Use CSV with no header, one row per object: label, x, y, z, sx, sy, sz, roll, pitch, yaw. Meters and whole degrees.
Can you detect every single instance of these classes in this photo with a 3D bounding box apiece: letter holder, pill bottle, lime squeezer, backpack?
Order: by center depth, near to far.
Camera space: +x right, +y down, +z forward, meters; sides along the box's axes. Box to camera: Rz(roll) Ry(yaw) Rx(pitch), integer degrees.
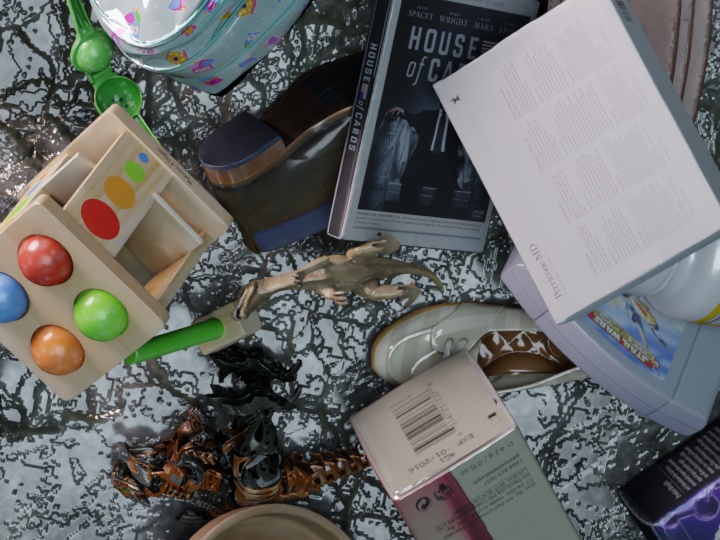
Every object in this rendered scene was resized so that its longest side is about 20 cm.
backpack,-0.100,-0.230,1.615,0.200,0.167,0.126,-50,141,12
lime squeezer,-0.188,-0.144,1.664,0.038,0.071,0.201,-27,110,-2
letter holder,0.210,-0.177,1.702,0.141,0.101,0.202,4,99,-10
pill bottle,0.280,-0.012,1.705,0.199,0.111,0.112,9,99,-27

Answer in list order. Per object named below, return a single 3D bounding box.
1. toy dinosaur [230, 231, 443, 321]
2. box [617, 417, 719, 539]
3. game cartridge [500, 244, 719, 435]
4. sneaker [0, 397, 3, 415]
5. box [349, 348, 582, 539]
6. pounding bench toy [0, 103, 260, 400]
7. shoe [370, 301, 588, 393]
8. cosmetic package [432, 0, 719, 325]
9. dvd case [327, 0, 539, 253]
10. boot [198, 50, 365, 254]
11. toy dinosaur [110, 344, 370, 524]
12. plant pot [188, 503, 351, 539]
toy dinosaur,0.000,0.000,1.675,0.199,0.101,0.059,-7,94,-32
box,0.330,0.188,1.775,0.200,0.104,0.148,-37,103,-1
game cartridge,0.203,0.029,1.727,0.200,0.134,0.041,39,133,-12
sneaker,-0.302,0.045,1.648,0.076,0.146,0.204,-2,98,-5
box,0.093,0.183,1.703,0.109,0.128,0.201,-31,120,-1
pounding bench toy,-0.172,0.017,1.632,0.200,0.156,0.124,44,127,-12
shoe,0.107,0.060,1.749,0.198,0.053,0.070,-5,100,-7
cosmetic package,0.163,-0.084,1.615,0.150,0.052,0.201,-30,81,22
dvd case,0.056,-0.117,1.690,0.150,0.025,0.201,5,102,-41
boot,-0.024,-0.094,1.713,0.199,0.075,0.097,-27,128,-14
toy dinosaur,-0.090,0.135,1.733,0.199,0.102,0.137,-8,116,-25
plant pot,-0.085,0.281,1.724,0.200,0.092,0.203,5,81,-34
